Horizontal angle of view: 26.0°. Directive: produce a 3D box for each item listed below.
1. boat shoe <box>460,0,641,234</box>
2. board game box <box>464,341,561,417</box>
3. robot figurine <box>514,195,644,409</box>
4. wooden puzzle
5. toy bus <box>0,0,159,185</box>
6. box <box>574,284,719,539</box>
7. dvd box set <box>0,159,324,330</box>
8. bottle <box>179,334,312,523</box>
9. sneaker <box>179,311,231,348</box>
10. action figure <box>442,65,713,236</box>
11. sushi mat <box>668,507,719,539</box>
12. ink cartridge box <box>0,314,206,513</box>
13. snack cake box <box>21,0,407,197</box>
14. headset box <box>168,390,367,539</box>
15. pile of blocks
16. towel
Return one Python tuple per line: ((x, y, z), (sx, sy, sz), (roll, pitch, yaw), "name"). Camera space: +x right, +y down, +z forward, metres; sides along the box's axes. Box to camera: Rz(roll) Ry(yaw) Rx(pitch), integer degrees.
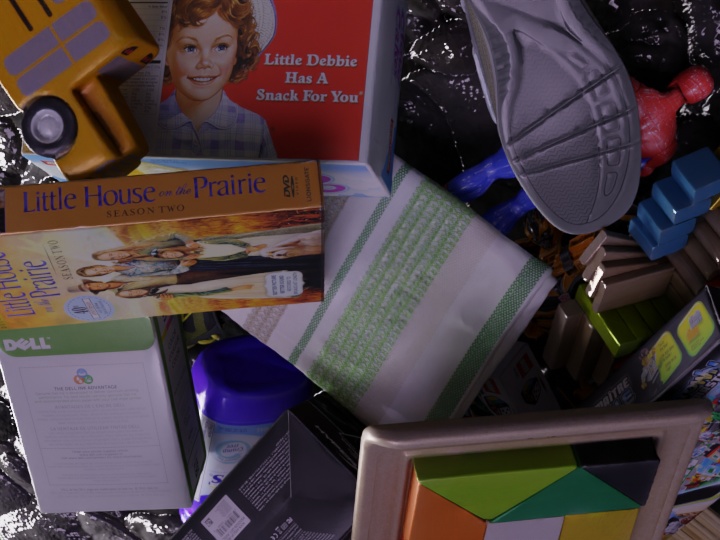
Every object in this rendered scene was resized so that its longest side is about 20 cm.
((0.093, -0.118, 0.821), (0.074, 0.065, 0.203), (-23, 106, 9), "boat shoe")
((0.093, 0.121, 1.024), (0.126, 0.035, 0.201), (9, 137, 49), "board game box")
((0.162, 0.041, 0.959), (0.144, 0.058, 0.200), (-30, 115, 30), "robot figurine")
((0.087, 0.139, 0.856), (0.183, 0.037, 0.201), (-4, 142, -9), "wooden puzzle")
((-0.170, -0.141, 0.805), (0.078, 0.065, 0.201), (-35, 87, 5), "toy bus")
((0.175, 0.091, 0.876), (0.109, 0.035, 0.200), (14, 136, -28), "box")
((-0.117, -0.010, 0.829), (0.198, 0.030, 0.147), (-5, 160, -4), "dvd box set")
((-0.088, 0.135, 1.092), (0.083, 0.066, 0.201), (-6, 134, -24), "bottle")
((-0.127, 0.031, 1.022), (0.084, 0.075, 0.201), (25, 130, -6), "sneaker")
((0.111, -0.065, 0.889), (0.199, 0.052, 0.066), (-26, 109, 29), "action figure")
((0.178, 0.175, 0.995), (0.200, 0.012, 0.096), (38, 103, -27), "sushi mat")
((-0.164, 0.054, 0.969), (0.103, 0.059, 0.202), (-3, 121, 8), "ink cartridge box")
((-0.079, -0.108, 0.866), (0.198, 0.116, 0.067), (3, 168, 14), "snack cake box")
((-0.039, 0.147, 0.972), (0.075, 0.200, 0.149), (44, 102, 8), "headset box")
((0.174, -0.001, 0.835), (0.082, 0.062, 0.201), (6, 130, -40), "pile of blocks")
((0.000, 0.000, 0.914), (0.199, 0.031, 0.150), (38, 114, 11), "towel")
